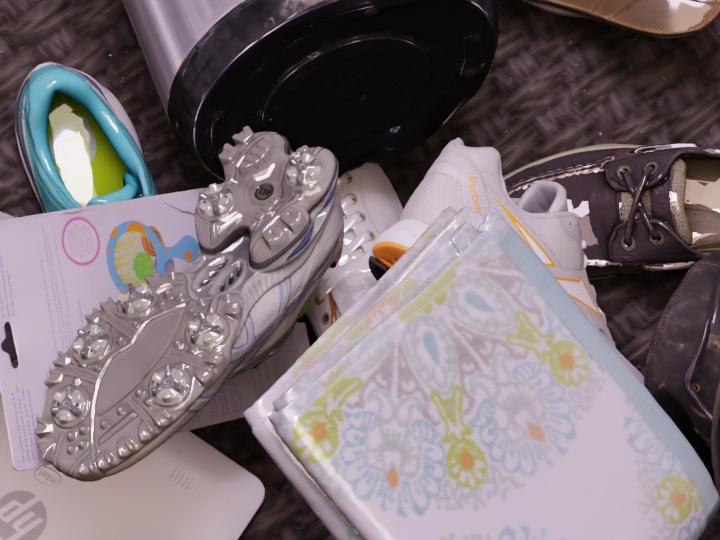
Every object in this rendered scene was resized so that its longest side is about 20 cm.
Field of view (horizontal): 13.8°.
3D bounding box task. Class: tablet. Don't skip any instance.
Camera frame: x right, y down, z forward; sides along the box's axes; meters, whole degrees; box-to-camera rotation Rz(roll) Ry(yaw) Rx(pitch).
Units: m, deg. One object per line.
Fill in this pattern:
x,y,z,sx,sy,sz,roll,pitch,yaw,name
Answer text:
-0.164,0.110,1.538,0.200,0.014,0.130,34,84,0,tablet

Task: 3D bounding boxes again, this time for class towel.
0.060,0.089,1.388,0.200,0.048,0.171,50,58,-5,towel

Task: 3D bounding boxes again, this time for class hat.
0.190,0.052,1.508,0.081,0.200,0.202,11,83,28,hat

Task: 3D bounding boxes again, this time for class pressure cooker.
-0.042,-0.163,1.477,0.178,0.176,0.201,-23,61,1,pressure cooker

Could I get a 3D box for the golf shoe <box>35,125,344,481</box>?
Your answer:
-0.069,0.033,1.408,0.078,0.097,0.200,29,69,32,golf shoe

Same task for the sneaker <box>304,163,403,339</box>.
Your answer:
0.000,0.000,1.525,0.073,0.085,0.201,-25,86,-4,sneaker

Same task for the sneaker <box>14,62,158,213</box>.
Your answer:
-0.125,-0.013,1.518,0.077,0.080,0.201,-28,88,-7,sneaker

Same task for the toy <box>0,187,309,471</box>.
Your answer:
-0.110,0.024,1.451,0.199,0.047,0.116,-11,92,-42,toy

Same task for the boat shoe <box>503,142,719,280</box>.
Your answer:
0.159,-0.036,1.548,0.199,0.065,0.074,-8,86,-5,boat shoe

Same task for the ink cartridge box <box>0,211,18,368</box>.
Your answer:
-0.241,0.023,1.434,0.146,0.200,0.083,-18,82,6,ink cartridge box

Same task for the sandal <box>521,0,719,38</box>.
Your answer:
0.103,-0.174,1.558,0.199,0.054,0.081,24,97,17,sandal

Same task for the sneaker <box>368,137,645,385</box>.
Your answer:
0.096,0.009,1.505,0.200,0.076,0.092,41,70,-36,sneaker
